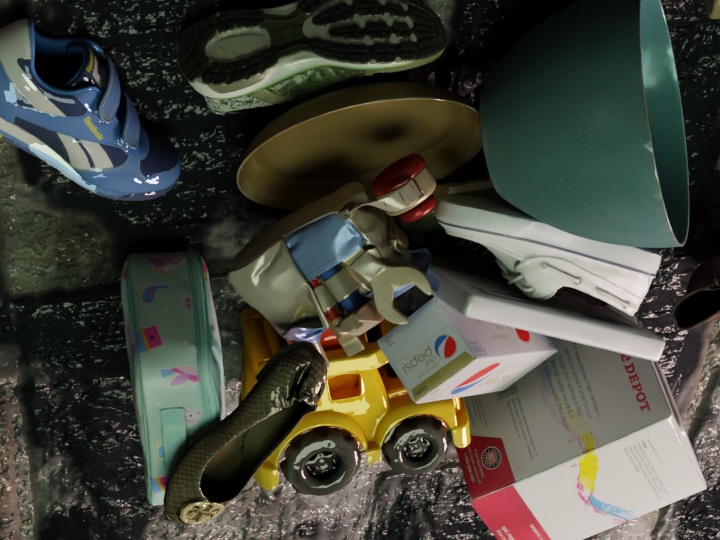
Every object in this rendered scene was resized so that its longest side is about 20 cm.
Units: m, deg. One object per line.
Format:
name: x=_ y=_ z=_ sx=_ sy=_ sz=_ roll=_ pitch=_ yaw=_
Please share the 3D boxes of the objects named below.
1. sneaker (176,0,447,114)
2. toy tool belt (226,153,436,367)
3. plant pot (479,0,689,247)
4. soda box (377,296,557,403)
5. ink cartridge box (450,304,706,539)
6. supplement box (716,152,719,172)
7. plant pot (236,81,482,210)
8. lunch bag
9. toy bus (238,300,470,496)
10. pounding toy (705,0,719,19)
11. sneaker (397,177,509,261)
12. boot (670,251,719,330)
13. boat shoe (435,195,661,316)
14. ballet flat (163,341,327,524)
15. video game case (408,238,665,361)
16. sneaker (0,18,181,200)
sneaker: x=-0.035 y=-0.158 z=1.371 sx=0.198 sy=0.077 sz=0.089 roll=-7 pitch=156 yaw=-2
toy tool belt: x=0.000 y=0.000 z=1.454 sx=0.199 sy=0.125 sz=0.123 roll=-26 pitch=105 yaw=30
plant pot: x=0.166 y=-0.111 z=1.394 sx=0.134 sy=0.201 sz=0.201 roll=-7 pitch=142 yaw=18
soda box: x=0.094 y=0.064 z=1.557 sx=0.068 sy=0.064 sz=0.200 roll=-38 pitch=164 yaw=21
ink cartridge box: x=0.197 y=0.151 z=1.714 sx=0.199 sy=0.146 sz=0.145 roll=-23 pitch=139 yaw=11
supplement box: x=0.414 y=-0.095 z=1.537 sx=0.198 sy=0.102 sz=0.104 roll=-5 pitch=139 yaw=-11
plant pot: x=0.000 y=-0.098 z=1.424 sx=0.199 sy=0.028 sz=0.200 roll=-11 pitch=162 yaw=-4
lunch bag: x=-0.152 y=0.095 z=1.536 sx=0.076 sy=0.161 sz=0.201 roll=-8 pitch=138 yaw=-7
toy bus: x=-0.010 y=0.075 z=1.598 sx=0.198 sy=0.136 sz=0.193 roll=-9 pitch=123 yaw=-10
pounding toy: x=0.297 y=-0.199 z=1.321 sx=0.141 sy=0.185 sz=0.201 roll=-16 pitch=140 yaw=2
sneaker: x=0.132 y=-0.031 z=1.521 sx=0.199 sy=0.091 sz=0.067 roll=-7 pitch=172 yaw=-11
boot: x=0.369 y=-0.008 z=1.583 sx=0.199 sy=0.073 sz=0.166 roll=-29 pitch=180 yaw=24
boat shoe: x=0.146 y=-0.008 z=1.457 sx=0.199 sy=0.074 sz=0.066 roll=15 pitch=98 yaw=-18
ballet flat: x=-0.089 y=0.139 z=1.464 sx=0.067 sy=0.046 sz=0.200 roll=14 pitch=124 yaw=-49
video game case: x=0.125 y=0.020 z=1.530 sx=0.199 sy=0.182 sz=0.023 roll=13 pitch=101 yaw=-30
sneaker: x=-0.200 y=-0.116 z=1.353 sx=0.199 sy=0.074 sz=0.082 roll=27 pitch=122 yaw=-39
